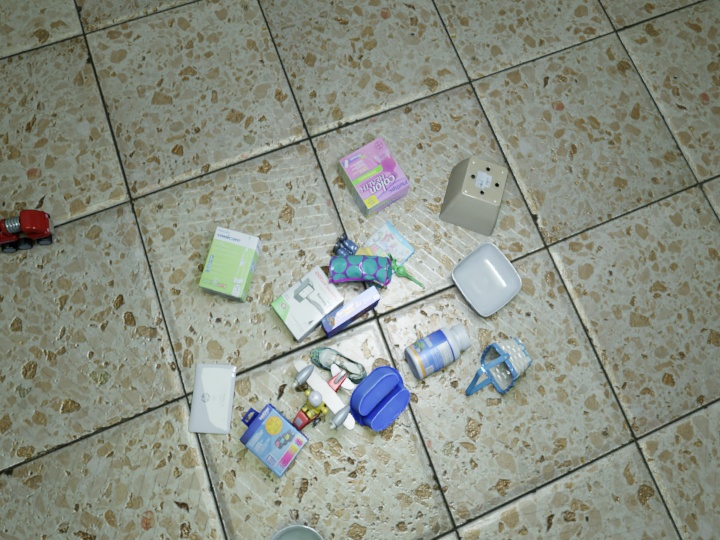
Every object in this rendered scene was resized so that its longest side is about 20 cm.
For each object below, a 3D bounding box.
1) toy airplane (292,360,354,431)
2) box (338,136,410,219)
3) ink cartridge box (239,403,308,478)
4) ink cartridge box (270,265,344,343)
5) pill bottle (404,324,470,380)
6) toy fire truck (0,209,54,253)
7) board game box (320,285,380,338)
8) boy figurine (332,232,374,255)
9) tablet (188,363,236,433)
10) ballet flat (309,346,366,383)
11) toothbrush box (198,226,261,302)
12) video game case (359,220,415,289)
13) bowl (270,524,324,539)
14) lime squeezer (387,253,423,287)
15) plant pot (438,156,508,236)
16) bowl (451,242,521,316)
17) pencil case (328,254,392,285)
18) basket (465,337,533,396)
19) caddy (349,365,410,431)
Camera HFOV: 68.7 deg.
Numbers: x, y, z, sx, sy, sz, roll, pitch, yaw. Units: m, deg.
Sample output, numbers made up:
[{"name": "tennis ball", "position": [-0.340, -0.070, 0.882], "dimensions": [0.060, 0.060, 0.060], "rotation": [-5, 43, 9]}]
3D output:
[{"name": "toy airplane", "position": [-0.111, 0.372, 1.567], "dimensions": [0.193, 0.141, 0.207], "rotation": [-2, 79, 12]}, {"name": "box", "position": [0.044, -0.317, 1.806], "dimensions": [0.173, 0.097, 0.204], "rotation": [-29, 80, -11]}, {"name": "ink cartridge box", "position": [-0.270, 0.499, 1.589], "dimensions": [0.198, 0.077, 0.137], "rotation": [38, 76, 8]}, {"name": "ink cartridge box", "position": [-0.167, 0.107, 1.690], "dimensions": [0.199, 0.084, 0.146], "rotation": [-40, 81, -12]}, {"name": "pill bottle", "position": [0.245, 0.251, 1.666], "dimensions": [0.196, 0.112, 0.114], "rotation": [-27, 78, -10]}, {"name": "toy fire truck", "position": [-1.084, -0.159, 1.639], "dimensions": [0.170, 0.200, 0.133], "rotation": [-12, 76, -7]}, {"name": "board game box", "position": [-0.032, 0.133, 1.666], "dimensions": [0.197, 0.135, 0.045], "rotation": [-32, 79, -11]}, {"name": "boy figurine", "position": [-0.001, -0.028, 1.729], "dimensions": [0.198, 0.065, 0.125], "rotation": [39, 74, 9]}, {"name": "tablet", "position": [-0.458, 0.396, 1.634], "dimensions": [0.125, 0.014, 0.207], "rotation": [4, 75, -2]}, {"name": "ballet flat", "position": [-0.067, 0.289, 1.659], "dimensions": [0.194, 0.074, 0.076], "rotation": [22, 75, 2]}, {"name": "toothbrush box", "position": [-0.418, -0.018, 1.705], "dimensions": [0.141, 0.086, 0.207], "rotation": [13, 76, 0]}, {"name": "video game case", "position": [0.070, -0.050, 1.780], "dimensions": [0.199, 0.018, 0.143], "rotation": [-43, 81, -13]}, {"name": "bowl", "position": [-0.182, 0.828, 1.501], "dimensions": [0.193, 0.091, 0.209], "rotation": [1, 76, -4]}, {"name": "lime squeezer", "position": [0.134, -0.009, 1.736], "dimensions": [0.199, 0.069, 0.039], "rotation": [41, 60, -36]}, {"name": "plant pot", "position": [0.396, -0.264, 1.775], "dimensions": [0.194, 0.177, 0.206], "rotation": [18, 75, 1]}, {"name": "bowl", "position": [0.413, 0.035, 1.752], "dimensions": [0.197, 0.075, 0.202], "rotation": [-35, 79, -11]}, {"name": "pencil case", "position": [0.000, 0.000, 1.654], "dimensions": [0.193, 0.086, 0.095], "rotation": [2, 63, 11]}, {"name": "basket", "position": [0.421, 0.309, 1.637], "dimensions": [0.196, 0.178, 0.140], "rotation": [-26, 63, -24]}, {"name": "caddy", "position": [0.058, 0.392, 1.625], "dimensions": [0.199, 0.105, 0.143], "rotation": [-41, 105, -13]}]
